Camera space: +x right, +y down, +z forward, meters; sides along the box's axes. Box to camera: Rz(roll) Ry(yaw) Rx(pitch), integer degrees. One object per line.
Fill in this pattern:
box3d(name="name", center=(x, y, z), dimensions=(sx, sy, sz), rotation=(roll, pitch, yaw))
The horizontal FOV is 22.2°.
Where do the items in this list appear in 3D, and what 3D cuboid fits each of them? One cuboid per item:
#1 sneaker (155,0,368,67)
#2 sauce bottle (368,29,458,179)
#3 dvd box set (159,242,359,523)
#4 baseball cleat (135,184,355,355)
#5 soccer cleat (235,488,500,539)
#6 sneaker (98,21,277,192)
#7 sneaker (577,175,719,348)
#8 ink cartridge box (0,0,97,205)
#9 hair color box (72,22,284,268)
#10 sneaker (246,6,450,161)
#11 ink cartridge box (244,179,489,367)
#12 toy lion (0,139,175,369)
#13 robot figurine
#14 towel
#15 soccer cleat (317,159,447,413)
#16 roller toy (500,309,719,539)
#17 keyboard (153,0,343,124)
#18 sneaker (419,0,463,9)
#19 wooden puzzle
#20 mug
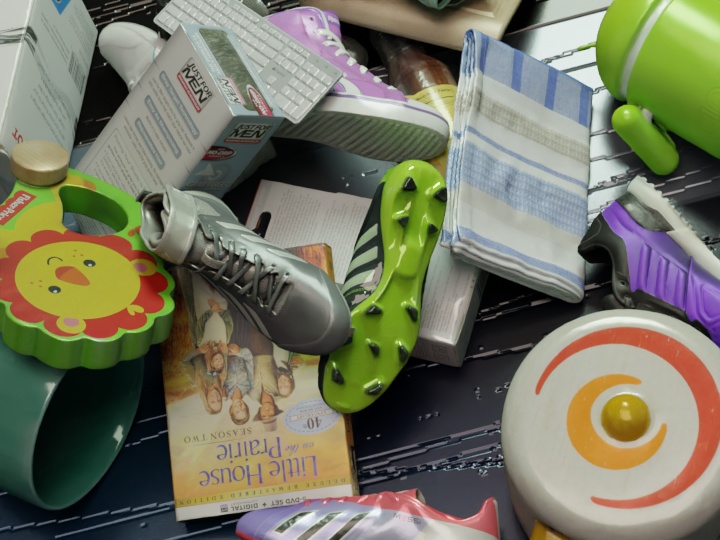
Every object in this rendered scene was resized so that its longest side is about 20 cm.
box3d(name="sneaker", center=(-0.092, -0.202, 1.577), dimensions=(0.198, 0.091, 0.067), rotation=(14, 68, 15))
box3d(name="sauce bottle", center=(0.060, -0.130, 1.535), dimensions=(0.066, 0.066, 0.201), rotation=(-22, 57, -3))
box3d(name="dvd box set", center=(-0.083, 0.088, 1.434), dimensions=(0.145, 0.029, 0.202), rotation=(-8, 78, 10))
box3d(name="baseball cleat", center=(-0.097, 0.001, 1.371), dimensions=(0.199, 0.106, 0.070), rotation=(33, 103, 35))
box3d(name="soccer cleat", center=(0.007, 0.193, 1.376), dimensions=(0.198, 0.067, 0.077), rotation=(9, 85, 7))
box3d(name="sneaker", center=(-0.165, -0.139, 1.570), dimensions=(0.200, 0.071, 0.080), rotation=(41, 78, 23))
box3d(name="sneaker", center=(0.244, 0.028, 1.431), dimensions=(0.099, 0.070, 0.200), rotation=(-38, 62, -2))
box3d(name="ink cartridge box", center=(-0.296, -0.158, 1.554), dimensions=(0.085, 0.147, 0.202), rotation=(4, 64, 12))
box3d(name="hair color box", center=(-0.155, -0.093, 1.483), dimensions=(0.200, 0.060, 0.099), rotation=(-48, 61, 33))
box3d(name="sneaker", center=(-0.012, -0.161, 1.494), dimensions=(0.199, 0.073, 0.115), rotation=(14, 65, 14))
box3d(name="ink cartridge box", center=(0.000, 0.000, 1.487), dimensions=(0.198, 0.050, 0.110), rotation=(12, 67, 15))
box3d(name="toy lion", center=(-0.220, -0.004, 1.390), dimensions=(0.190, 0.069, 0.200), rotation=(22, 35, 11))
box3d(name="robot figurine", center=(0.277, -0.166, 1.488), dimensions=(0.199, 0.116, 0.176), rotation=(33, 81, 22))
box3d(name="towel", center=(0.131, -0.084, 1.471), dimensions=(0.146, 0.024, 0.202), rotation=(22, 62, -31))
box3d(name="soccer cleat", center=(0.015, 0.013, 1.411), dimensions=(0.067, 0.081, 0.202), rotation=(21, 86, -17))
box3d(name="roller toy", center=(0.192, 0.130, 1.342), dimensions=(0.199, 0.140, 0.183), rotation=(-25, 62, -3))
box3d(name="keyboard", center=(-0.094, -0.182, 1.492), dimensions=(0.056, 0.011, 0.200), rotation=(-44, 52, -11))
box3d(name="sneaker", center=(0.015, -0.256, 1.509), dimensions=(0.199, 0.074, 0.119), rotation=(-15, 43, -15))
box3d(name="wooden puzzle", center=(0.064, -0.270, 1.598), dimensions=(0.183, 0.037, 0.201), rotation=(16, 51, 16))
box3d(name="mug", center=(-0.248, 0.087, 1.434), dimensions=(0.114, 0.153, 0.185), rotation=(20, 34, 20))
